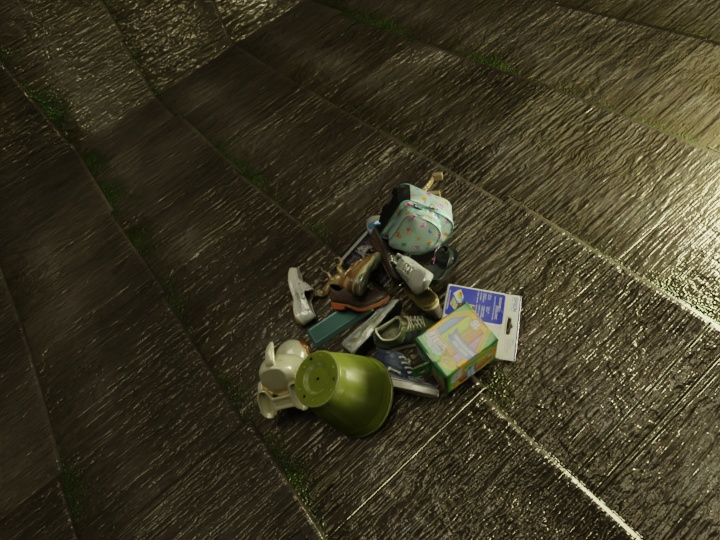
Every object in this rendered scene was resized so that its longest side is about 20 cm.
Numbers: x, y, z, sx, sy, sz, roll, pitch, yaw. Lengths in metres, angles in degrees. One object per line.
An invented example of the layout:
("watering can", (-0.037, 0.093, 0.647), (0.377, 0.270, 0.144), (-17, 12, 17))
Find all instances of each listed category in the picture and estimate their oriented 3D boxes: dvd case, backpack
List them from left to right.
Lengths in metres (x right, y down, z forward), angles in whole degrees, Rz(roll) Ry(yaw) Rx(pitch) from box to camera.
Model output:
("dvd case", (0.044, -0.042, 1.677), (0.199, 0.016, 0.149), (28, 67, 35))
("backpack", (0.174, -0.139, 1.587), (0.197, 0.177, 0.155), (11, 46, -22))

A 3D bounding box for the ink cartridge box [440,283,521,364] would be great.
("ink cartridge box", (0.307, 0.140, 1.404), (0.197, 0.047, 0.200), (11, 55, 11))

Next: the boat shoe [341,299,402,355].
("boat shoe", (0.035, 0.150, 1.486), (0.065, 0.075, 0.202), (35, 77, 34))

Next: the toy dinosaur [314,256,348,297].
("toy dinosaur", (-0.057, 0.014, 1.655), (0.198, 0.058, 0.102), (-31, 62, 4))

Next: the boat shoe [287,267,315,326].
("boat shoe", (-0.169, 0.070, 1.627), (0.069, 0.071, 0.202), (-23, 56, 11))

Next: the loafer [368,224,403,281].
("loafer", (0.081, -0.043, 1.620), (0.072, 0.071, 0.202), (6, 47, -33))

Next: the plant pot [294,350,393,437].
("plant pot", (-0.052, 0.280, 1.290), (0.198, 0.193, 0.203), (-15, 60, 28))

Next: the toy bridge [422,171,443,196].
("toy bridge", (0.229, -0.246, 1.769), (0.066, 0.027, 0.202), (-3, 51, 20))

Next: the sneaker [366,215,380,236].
("sneaker", (0.117, -0.141, 1.698), (0.197, 0.072, 0.074), (-7, 70, 6))

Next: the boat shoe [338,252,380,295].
("boat shoe", (0.000, 0.000, 1.505), (0.073, 0.077, 0.200), (10, 26, 19))

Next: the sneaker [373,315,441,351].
("sneaker", (0.125, 0.155, 1.434), (0.198, 0.090, 0.068), (-22, 47, 2))

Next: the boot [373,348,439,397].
("boot", (0.111, 0.255, 1.360), (0.197, 0.073, 0.092), (9, 70, 27))

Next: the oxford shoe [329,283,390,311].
("oxford shoe", (-0.010, 0.068, 1.520), (0.198, 0.074, 0.071), (-4, 22, 33))

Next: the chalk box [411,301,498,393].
("chalk box", (0.210, 0.197, 1.282), (0.199, 0.125, 0.124), (-35, 62, -8))

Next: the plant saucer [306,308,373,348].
("plant saucer", (-0.061, 0.144, 1.563), (0.199, 0.019, 0.070), (-33, 48, -7))

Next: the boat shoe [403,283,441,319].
("boat shoe", (0.171, 0.079, 1.481), (0.071, 0.067, 0.201), (-27, 20, -2))

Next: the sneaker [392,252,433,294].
("sneaker", (0.134, 0.007, 1.465), (0.071, 0.080, 0.200), (-53, 18, 4))

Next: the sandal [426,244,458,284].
("sandal", (0.233, -0.029, 1.537), (0.074, 0.049, 0.201), (9, 33, 19))

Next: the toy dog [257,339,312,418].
("toy dog", (-0.197, 0.259, 1.416), (0.138, 0.196, 0.200), (-25, 13, 16))
